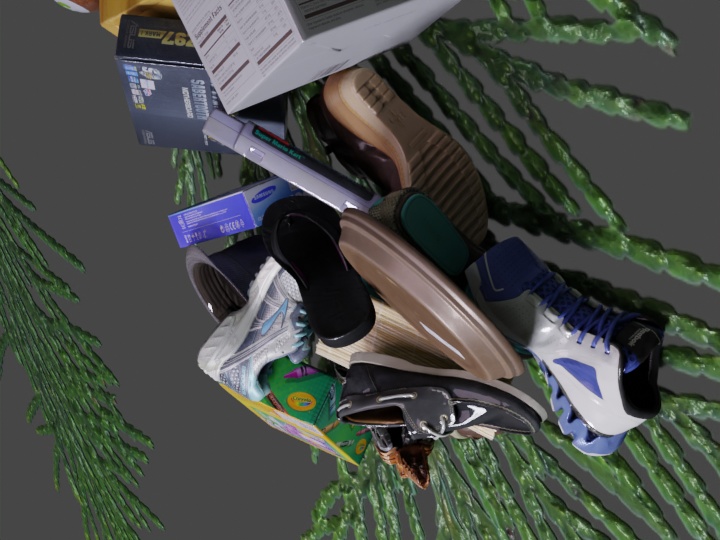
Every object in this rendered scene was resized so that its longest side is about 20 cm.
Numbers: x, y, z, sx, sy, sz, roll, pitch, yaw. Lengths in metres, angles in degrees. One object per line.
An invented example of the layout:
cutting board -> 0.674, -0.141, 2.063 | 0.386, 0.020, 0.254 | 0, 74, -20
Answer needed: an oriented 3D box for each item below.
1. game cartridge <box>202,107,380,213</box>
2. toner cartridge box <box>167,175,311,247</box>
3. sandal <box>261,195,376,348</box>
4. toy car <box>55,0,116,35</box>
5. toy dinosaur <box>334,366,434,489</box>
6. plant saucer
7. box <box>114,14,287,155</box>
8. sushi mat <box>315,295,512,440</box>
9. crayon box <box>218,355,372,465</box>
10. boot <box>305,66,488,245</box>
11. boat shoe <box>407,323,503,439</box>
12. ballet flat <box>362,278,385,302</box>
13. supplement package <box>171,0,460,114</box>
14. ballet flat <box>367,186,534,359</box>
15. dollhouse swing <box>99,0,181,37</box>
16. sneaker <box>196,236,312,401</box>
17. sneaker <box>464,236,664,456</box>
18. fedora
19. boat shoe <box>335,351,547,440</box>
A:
game cartridge -> -0.050, -0.092, 1.105 | 0.199, 0.039, 0.130 | 30, 179, -7
toner cartridge box -> -0.131, -0.071, 1.334 | 0.200, 0.095, 0.043 | -10, 104, 57
sandal -> -0.041, -0.015, 1.087 | 0.201, 0.075, 0.048 | 58, 179, 45
toy car -> -0.265, -0.295, 1.336 | 0.164, 0.158, 0.201 | 21, 141, 35
toy dinosaur -> 0.046, 0.152, 1.220 | 0.200, 0.102, 0.136 | 32, 138, 53
plant saucer -> 0.053, 0.025, 0.987 | 0.200, 0.029, 0.200 | 42, 173, 6
box -> -0.150, -0.176, 1.180 | 0.200, 0.157, 0.051 | 103, 172, -72
sushi mat -> 0.047, 0.082, 1.116 | 0.199, 0.012, 0.096 | 25, 132, 18
crayon box -> -0.063, 0.146, 1.304 | 0.118, 0.058, 0.200 | 21, 166, 20
boot -> 0.031, -0.101, 1.117 | 0.200, 0.072, 0.166 | 53, 167, -7
boat shoe -> 0.098, 0.067, 1.128 | 0.075, 0.075, 0.203 | 2, 121, 40
ballet flat -> 0.000, 0.000, 1.213 | 0.200, 0.068, 0.068 | 19, 125, 51
supplement package -> -0.023, -0.230, 0.954 | 0.156, 0.199, 0.111 | -26, 90, 59
ballet flat -> 0.081, 0.003, 1.043 | 0.200, 0.068, 0.075 | 44, 155, -21
dollhouse swing -> -0.123, -0.291, 1.141 | 0.199, 0.175, 0.183 | -14, 75, 46
sneaker -> -0.072, 0.043, 1.189 | 0.086, 0.078, 0.200 | 39, 105, 11
sneaker -> 0.185, 0.049, 0.977 | 0.200, 0.080, 0.115 | 56, 144, 3
fedora -> -0.115, 0.021, 1.359 | 0.177, 0.090, 0.200 | 48, 161, 3
boat shoe -> 0.070, 0.125, 1.063 | 0.199, 0.068, 0.072 | 7, 151, 30
